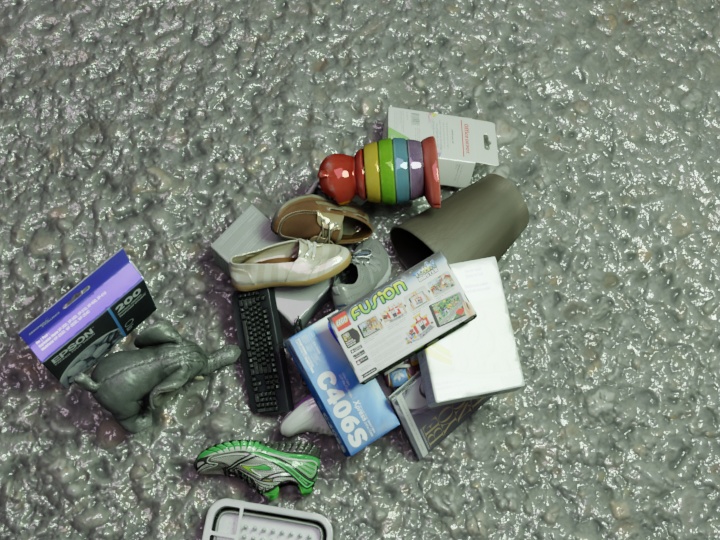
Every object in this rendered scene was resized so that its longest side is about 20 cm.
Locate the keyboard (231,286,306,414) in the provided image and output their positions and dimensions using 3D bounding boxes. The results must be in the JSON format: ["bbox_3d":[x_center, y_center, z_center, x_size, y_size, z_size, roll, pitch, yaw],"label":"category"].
[{"bbox_3d":[-0.137,0.125,1.449,0.124,0.021,0.205,-10,91,18],"label":"keyboard"}]

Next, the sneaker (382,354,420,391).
[{"bbox_3d":[0.056,0.127,1.415,0.074,0.201,0.091,-20,39,17],"label":"sneaker"}]

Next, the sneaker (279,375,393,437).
[{"bbox_3d":[-0.030,0.235,1.443,0.196,0.075,0.101,-18,72,-11],"label":"sneaker"}]

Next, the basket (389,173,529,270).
[{"bbox_3d":[0.180,-0.060,1.537,0.199,0.137,0.180,-37,63,-19],"label":"basket"}]

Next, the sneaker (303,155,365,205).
[{"bbox_3d":[-0.029,-0.149,1.577,0.076,0.081,0.200,41,68,14],"label":"sneaker"}]

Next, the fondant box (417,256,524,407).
[{"bbox_3d":[0.155,0.093,1.384,0.141,0.058,0.205,-9,75,-10],"label":"fondant box"}]

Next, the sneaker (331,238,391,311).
[{"bbox_3d":[0.000,0.000,1.487,0.073,0.083,0.202,-12,32,20],"label":"sneaker"}]

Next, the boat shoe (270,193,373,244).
[{"bbox_3d":[-0.057,-0.078,1.497,0.197,0.077,0.072,-8,37,-41],"label":"boat shoe"}]

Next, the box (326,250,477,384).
[{"bbox_3d":[0.061,0.069,1.338,0.197,0.035,0.112,-30,75,1],"label":"box"}]

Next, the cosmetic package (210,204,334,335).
[{"bbox_3d":[-0.145,0.001,1.514,0.200,0.090,0.107,44,74,8],"label":"cosmetic package"}]

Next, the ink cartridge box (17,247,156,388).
[{"bbox_3d":[-0.412,0.077,1.403,0.043,0.201,0.198,43,73,15],"label":"ink cartridge box"}]

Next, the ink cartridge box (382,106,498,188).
[{"bbox_3d":[0.138,-0.213,1.599,0.195,0.068,0.119,7,50,-6],"label":"ink cartridge box"}]

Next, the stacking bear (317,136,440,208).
[{"bbox_3d":[0.028,-0.156,1.491,0.195,0.122,0.117,-4,101,1],"label":"stacking bear"}]

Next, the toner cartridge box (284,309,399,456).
[{"bbox_3d":[-0.029,0.174,1.404,0.094,0.043,0.203,-28,86,-20],"label":"toner cartridge box"}]

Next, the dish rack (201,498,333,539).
[{"bbox_3d":[-0.146,0.447,1.376,0.195,0.044,0.175,9,69,-1],"label":"dish rack"}]

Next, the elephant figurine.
[{"bbox_3d":[-0.304,0.146,1.399,0.197,0.156,0.143,-27,109,9],"label":"elephant figurine"}]

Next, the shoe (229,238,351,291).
[{"bbox_3d":[-0.112,-0.013,1.431,0.195,0.054,0.071,-11,37,0],"label":"shoe"}]

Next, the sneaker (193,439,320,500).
[{"bbox_3d":[-0.160,0.308,1.406,0.195,0.078,0.087,4,70,-4],"label":"sneaker"}]

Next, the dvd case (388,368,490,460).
[{"bbox_3d":[0.143,0.190,1.445,0.199,0.150,0.016,-37,39,-16],"label":"dvd case"}]
